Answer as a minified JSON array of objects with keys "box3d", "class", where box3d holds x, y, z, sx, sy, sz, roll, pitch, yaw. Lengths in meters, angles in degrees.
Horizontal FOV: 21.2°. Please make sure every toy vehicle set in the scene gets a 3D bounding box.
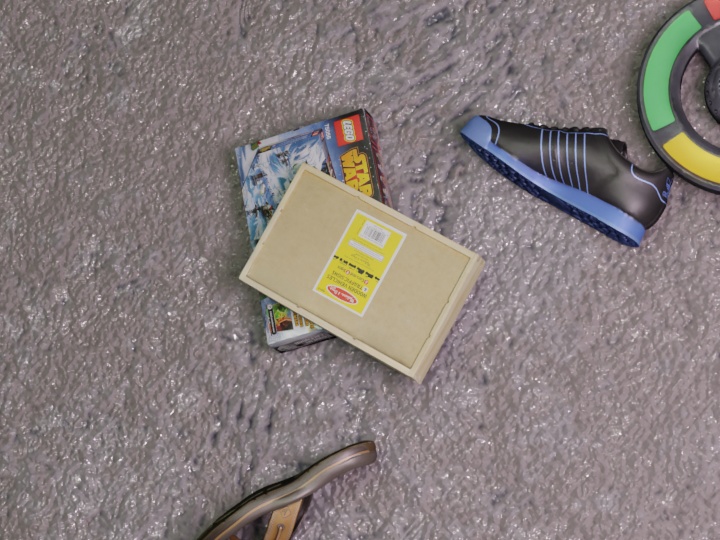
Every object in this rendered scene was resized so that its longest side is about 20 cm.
[{"box3d":[0.000,0.000,1.743,0.199,0.027,0.125,29,86,23],"class":"toy vehicle set"}]

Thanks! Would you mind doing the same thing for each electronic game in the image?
[{"box3d":[0.342,-0.159,1.691,0.198,0.042,0.202,-4,70,12],"class":"electronic game"}]

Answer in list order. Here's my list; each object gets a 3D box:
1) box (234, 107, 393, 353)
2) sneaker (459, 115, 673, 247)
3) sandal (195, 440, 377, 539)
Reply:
[{"box3d":[-0.035,-0.037,1.802,0.136,0.040,0.202,-16,71,16],"class":"box"},{"box3d":[0.187,-0.099,1.729,0.199,0.070,0.078,32,84,17],"class":"sneaker"},{"box3d":[-0.066,0.217,1.734,0.199,0.082,0.055,-29,89,3],"class":"sandal"}]
